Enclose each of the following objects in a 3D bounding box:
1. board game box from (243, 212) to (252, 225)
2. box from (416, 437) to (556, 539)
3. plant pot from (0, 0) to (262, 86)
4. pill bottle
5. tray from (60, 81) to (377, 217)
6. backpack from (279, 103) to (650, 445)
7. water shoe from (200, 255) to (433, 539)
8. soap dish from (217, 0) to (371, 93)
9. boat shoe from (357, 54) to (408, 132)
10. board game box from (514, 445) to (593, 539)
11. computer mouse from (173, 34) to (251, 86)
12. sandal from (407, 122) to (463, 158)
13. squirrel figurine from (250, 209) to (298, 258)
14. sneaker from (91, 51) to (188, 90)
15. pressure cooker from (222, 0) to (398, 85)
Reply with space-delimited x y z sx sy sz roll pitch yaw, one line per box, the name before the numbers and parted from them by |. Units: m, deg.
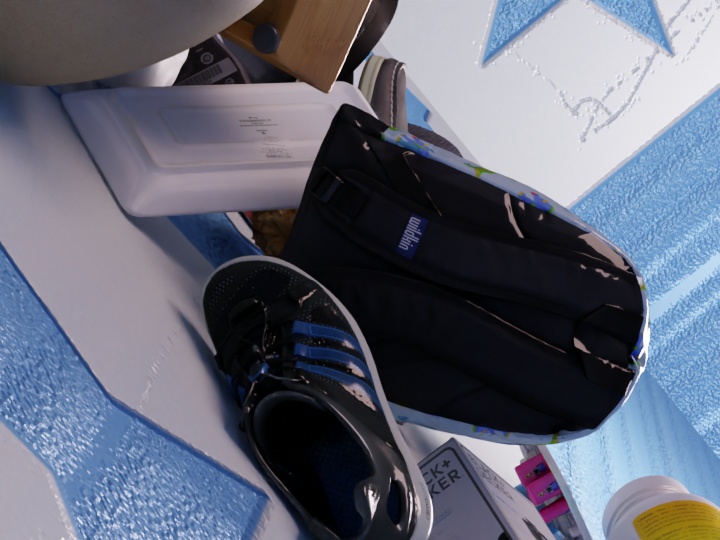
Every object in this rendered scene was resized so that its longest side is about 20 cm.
board game box | -0.041 -0.027 1.943 0.103 0.019 0.200 53 8 17
box | 0.095 0.197 1.540 0.117 0.060 0.200 42 12 -51
plant pot | -0.160 -0.174 1.456 0.200 0.134 0.200 42 20 -19
pill bottle | 0.238 0.230 2.049 0.104 0.104 0.200 47 9 -29
tray | -0.062 -0.076 1.609 0.200 0.022 0.107 -4 45 -32
backpack | 0.062 0.018 1.551 0.200 0.164 0.154 15 -6 12
water shoe | -0.029 0.060 1.415 0.200 0.071 0.079 55 11 31
soap dish | -0.075 -0.212 1.573 0.200 0.158 0.081 30 17 18
boat shoe | 0.027 -0.045 1.887 0.072 0.066 0.201 56 36 -72
board game box | 0.119 0.150 1.851 0.200 0.026 0.200 65 -2 -37
computer mouse | -0.103 -0.157 1.789 0.200 0.140 0.046 54 -10 24
sandal | -0.001 -0.082 2.000 0.200 0.076 0.043 28 -53 38
squirrel figurine | 0.000 0.000 1.708 0.200 0.142 0.187 37 17 5
sneaker | -0.129 -0.155 1.698 0.074 0.087 0.200 15 31 8
pressure cooker | -0.073 -0.189 1.947 0.200 0.176 0.178 49 -25 -23
